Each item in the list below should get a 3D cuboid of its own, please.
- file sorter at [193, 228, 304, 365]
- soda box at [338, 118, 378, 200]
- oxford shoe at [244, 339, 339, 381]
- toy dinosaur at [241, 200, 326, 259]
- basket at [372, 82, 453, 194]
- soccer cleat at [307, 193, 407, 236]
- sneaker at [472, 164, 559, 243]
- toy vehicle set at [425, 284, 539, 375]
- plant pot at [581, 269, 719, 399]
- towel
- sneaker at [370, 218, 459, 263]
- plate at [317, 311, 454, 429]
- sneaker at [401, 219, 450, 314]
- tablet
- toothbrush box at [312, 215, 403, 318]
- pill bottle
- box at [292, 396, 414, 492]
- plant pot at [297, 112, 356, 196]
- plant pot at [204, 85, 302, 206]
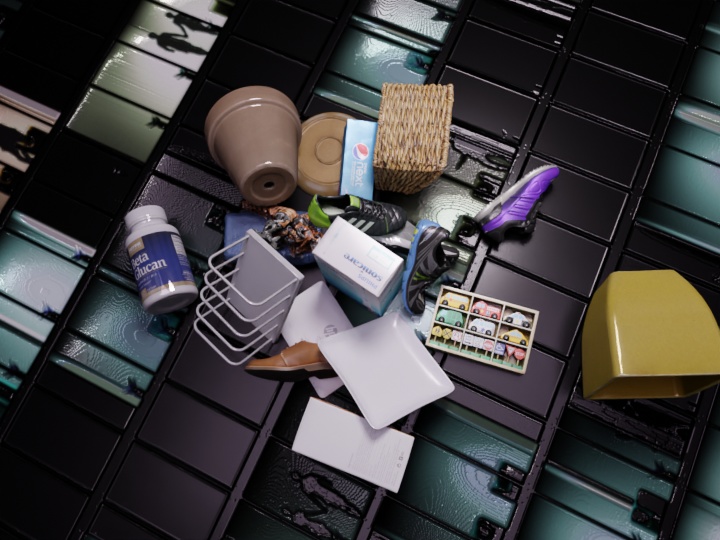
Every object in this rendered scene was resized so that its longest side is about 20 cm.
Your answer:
[{"bbox_3d":[-0.218,0.058,1.096,0.138,0.201,0.124,40,45,13],"label":"file sorter"},{"bbox_3d":[-0.007,-0.200,1.209,0.067,0.064,0.204,5,88,-8],"label":"soda box"},{"bbox_3d":[-0.129,0.173,1.145,0.196,0.072,0.072,-7,63,11],"label":"oxford shoe"},{"bbox_3d":[-0.152,-0.074,1.161,0.198,0.103,0.136,20,53,31],"label":"toy dinosaur"},{"bbox_3d":[0.109,-0.260,1.198,0.146,0.143,0.203,4,70,8],"label":"basket"},{"bbox_3d":[-0.001,-0.110,1.128,0.196,0.081,0.069,2,65,-11],"label":"soccer cleat"},{"bbox_3d":[0.332,-0.126,1.194,0.199,0.070,0.100,-36,83,-1],"label":"sneaker"},{"bbox_3d":[0.237,0.115,1.155,0.197,0.027,0.126,15,78,8],"label":"toy vehicle set"},{"bbox_3d":[0.508,0.112,1.061,0.191,0.196,0.203,-2,66,3],"label":"plant pot"},{"bbox_3d":[-0.181,-0.065,1.220,0.196,0.049,0.114,1,76,3],"label":"towel"},{"bbox_3d":[0.106,-0.065,1.189,0.197,0.074,0.080,18,72,8],"label":"sneaker"},{"bbox_3d":[0.045,0.184,1.093,0.197,0.033,0.201,-17,55,-34],"label":"plate"},{"bbox_3d":[0.126,0.003,1.118,0.081,0.071,0.202,15,121,11],"label":"sneaker"},{"bbox_3d":[-0.076,0.135,1.180,0.129,0.014,0.201,-33,76,-5],"label":"tablet"},{"bbox_3d":[0.000,0.000,1.112,0.145,0.200,0.086,34,80,12],"label":"toothbrush box"},{"bbox_3d":[-0.409,-0.024,1.193,0.110,0.111,0.203,-22,75,-2],"label":"pill bottle"},{"bbox_3d":[-0.010,0.314,1.072,0.197,0.125,0.099,19,77,8],"label":"box"},{"bbox_3d":[-0.065,-0.254,1.271,0.196,0.028,0.204,-1,75,4],"label":"plant pot"},{"bbox_3d":[-0.198,-0.226,1.162,0.197,0.201,0.176,-19,57,-1],"label":"plant pot"}]
